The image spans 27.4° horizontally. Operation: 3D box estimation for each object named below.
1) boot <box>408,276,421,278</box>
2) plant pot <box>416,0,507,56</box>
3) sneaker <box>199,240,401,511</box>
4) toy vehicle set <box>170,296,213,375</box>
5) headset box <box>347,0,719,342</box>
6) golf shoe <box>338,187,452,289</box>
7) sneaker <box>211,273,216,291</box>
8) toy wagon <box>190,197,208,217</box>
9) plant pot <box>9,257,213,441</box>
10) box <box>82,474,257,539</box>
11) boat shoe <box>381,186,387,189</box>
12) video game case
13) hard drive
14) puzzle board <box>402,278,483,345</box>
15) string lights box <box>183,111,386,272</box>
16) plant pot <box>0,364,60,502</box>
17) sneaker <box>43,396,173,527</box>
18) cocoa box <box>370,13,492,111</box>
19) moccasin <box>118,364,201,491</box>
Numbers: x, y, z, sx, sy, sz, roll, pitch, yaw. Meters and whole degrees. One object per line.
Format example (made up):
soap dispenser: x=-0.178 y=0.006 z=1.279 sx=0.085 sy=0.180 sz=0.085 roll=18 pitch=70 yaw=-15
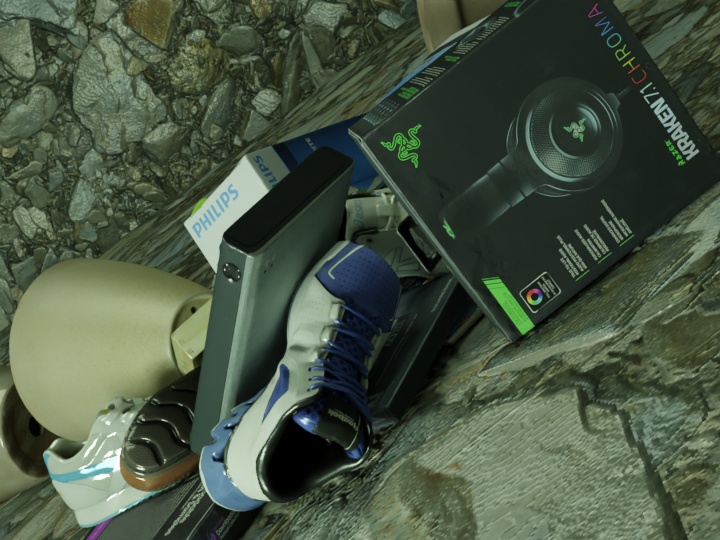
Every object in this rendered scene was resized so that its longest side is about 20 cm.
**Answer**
boot: x=0.101 y=-0.057 z=1.177 sx=0.132 sy=0.070 sz=0.200 roll=-54 pitch=11 yaw=-30
plant pot: x=0.170 y=-0.259 z=1.551 sx=0.173 sy=0.202 sz=0.201 roll=-13 pitch=20 yaw=18
sneaker: x=-0.019 y=0.080 z=0.993 sx=0.200 sy=0.080 sz=0.115 roll=-59 pitch=24 yaw=-16
toy vehicle set: x=-0.104 y=0.041 z=1.270 sx=0.124 sy=0.027 sz=0.200 roll=-42 pitch=-6 yaw=-12
headset box: x=0.110 y=-0.077 z=0.999 sx=0.199 sy=0.175 sz=0.093 roll=-37 pitch=11 yaw=1
golf shoe: x=0.034 y=-0.031 z=1.106 sx=0.199 sy=0.097 sz=0.079 roll=-24 pitch=61 yaw=31
sneaker: x=-0.105 y=0.036 z=1.468 sx=0.200 sy=0.080 sz=0.075 roll=-29 pitch=39 yaw=64
toy wagon: x=-0.071 y=-0.031 z=1.433 sx=0.199 sy=0.154 sz=0.040 roll=-17 pitch=50 yaw=58
plant pot: x=-0.211 y=0.074 z=1.453 sx=0.199 sy=0.188 sz=0.187 roll=-6 pitch=32 yaw=44
box: x=-0.163 y=0.214 z=1.070 sx=0.199 sy=0.036 sz=0.143 roll=-31 pitch=14 yaw=37
boat shoe: x=0.000 y=0.000 z=1.289 sx=0.200 sy=0.072 sz=0.065 roll=-49 pitch=-6 yaw=-10
video game case: x=-0.008 y=0.078 z=1.115 sx=0.199 sy=0.019 sz=0.143 roll=-24 pitch=27 yaw=48
hard drive: x=-0.065 y=0.026 z=1.060 sx=0.140 sy=0.033 sz=0.201 roll=-47 pitch=-22 yaw=-46
puzzle board: x=0.073 y=0.008 z=1.180 sx=0.151 sy=0.017 sz=0.200 roll=-43 pitch=12 yaw=-21
string lights box: x=-0.043 y=-0.071 z=1.243 sx=0.199 sy=0.059 sz=0.103 roll=-26 pitch=-12 yaw=-48
plant pot: x=-0.419 y=0.182 z=1.648 sx=0.172 sy=0.201 sz=0.200 roll=-10 pitch=25 yaw=30
sneaker: x=-0.184 y=0.143 z=1.279 sx=0.199 sy=0.081 sz=0.077 roll=-32 pitch=12 yaw=11
cocoa box: x=0.130 y=-0.148 z=1.307 sx=0.131 sy=0.134 sz=0.200 roll=-44 pitch=13 yaw=-26
moccasin: x=-0.124 y=0.117 z=1.176 sx=0.202 sy=0.073 sz=0.078 roll=-51 pitch=-19 yaw=-55
